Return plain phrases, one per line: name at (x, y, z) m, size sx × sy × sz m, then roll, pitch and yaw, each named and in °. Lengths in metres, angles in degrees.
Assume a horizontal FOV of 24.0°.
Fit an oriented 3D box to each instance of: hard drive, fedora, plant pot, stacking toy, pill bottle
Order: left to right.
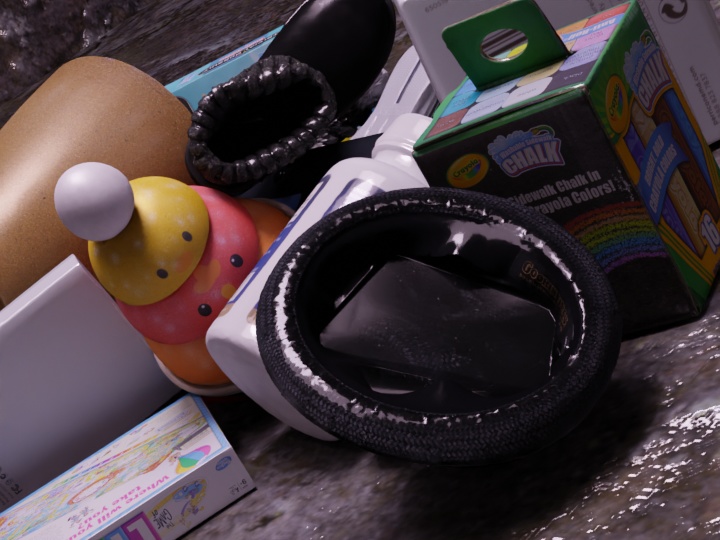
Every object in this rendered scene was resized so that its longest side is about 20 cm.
hard drive at (-0.241, 0.098, 1.196) m, size 0.200 × 0.132 × 0.027 m, roll -38°, pitch 32°, yaw -3°
plant pot at (-0.229, -0.031, 1.267) m, size 0.186 × 0.187 × 0.200 m, roll -13°, pitch 24°, yaw 43°
stacking toy at (-0.132, -0.011, 1.117) m, size 0.145 × 0.200 × 0.147 m, roll -15°, pitch 61°, yaw 29°
pill bottle at (0.000, 0.000, 1.087) m, size 0.200 × 0.111 × 0.111 m, roll -53°, pitch 25°, yaw -19°
fedora at (0.043, 0.047, 0.930) m, size 0.199 × 0.092 × 0.202 m, roll -4°, pitch 49°, yaw 5°

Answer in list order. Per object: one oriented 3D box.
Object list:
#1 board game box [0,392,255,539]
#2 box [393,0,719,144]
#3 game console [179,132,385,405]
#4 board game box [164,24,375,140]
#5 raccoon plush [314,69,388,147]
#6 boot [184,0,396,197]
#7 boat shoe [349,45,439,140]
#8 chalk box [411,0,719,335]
board game box at (-0.173, 0.163, 1.116) m, size 0.199 × 0.034 × 0.134 m, roll -32°, pitch 18°, yaw -6°
box at (0.145, -0.167, 1.226) m, size 0.199 × 0.200 × 0.171 m, roll -27°, pitch 18°, yaw 4°
game console at (-0.054, 0.000, 1.220) m, size 0.176 × 0.031 × 0.201 m, roll -12°, pitch 56°, yaw 52°
board game box at (-0.079, -0.136, 1.573) m, size 0.199 × 0.152 × 0.047 m, roll -25°, pitch 19°, yaw 17°
raccoon plush at (-0.062, -0.092, 1.441) m, size 0.201 × 0.096 × 0.134 m, roll -58°, pitch 10°, yaw 25°
boot at (-0.041, -0.135, 1.191) m, size 0.211 × 0.079 × 0.158 m, roll -51°, pitch 3°, yaw -9°
boat shoe at (0.035, -0.099, 1.433) m, size 0.072 × 0.071 × 0.201 m, roll 15°, pitch 67°, yaw 48°
chalk box at (0.122, -0.071, 1.008) m, size 0.124 × 0.201 × 0.124 m, roll -17°, pitch 21°, yaw 33°
